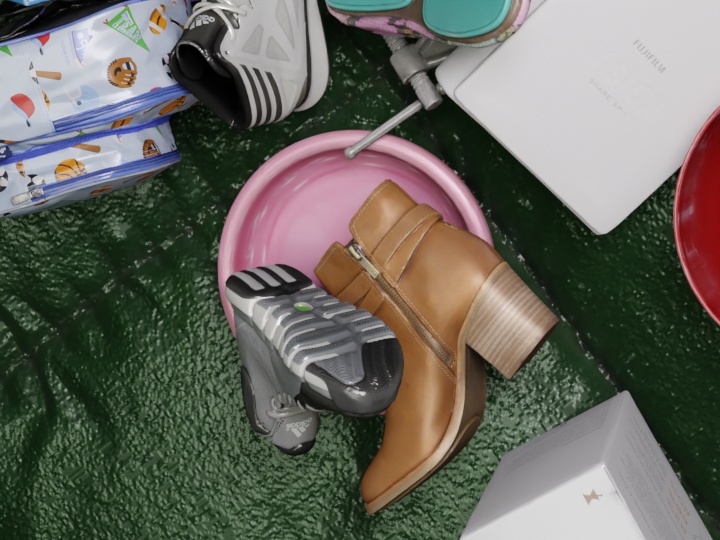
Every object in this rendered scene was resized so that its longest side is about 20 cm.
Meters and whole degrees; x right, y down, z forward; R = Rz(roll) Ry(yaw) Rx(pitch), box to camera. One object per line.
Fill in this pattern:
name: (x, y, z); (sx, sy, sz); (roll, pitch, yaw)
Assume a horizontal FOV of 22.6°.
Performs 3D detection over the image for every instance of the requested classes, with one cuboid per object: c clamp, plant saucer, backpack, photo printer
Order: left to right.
backpack: (-0.196, -0.123, 1.236); (0.190, 0.200, 0.155); (-22, 101, 12)
plant saucer: (0.000, 0.000, 1.277); (0.199, 0.051, 0.202); (2, 99, 13)
c clamp: (0.023, -0.203, 1.227); (0.170, 0.027, 0.201); (-27, 78, 12)
photo printer: (0.174, -0.143, 1.176); (0.200, 0.070, 0.166); (-43, 112, 13)

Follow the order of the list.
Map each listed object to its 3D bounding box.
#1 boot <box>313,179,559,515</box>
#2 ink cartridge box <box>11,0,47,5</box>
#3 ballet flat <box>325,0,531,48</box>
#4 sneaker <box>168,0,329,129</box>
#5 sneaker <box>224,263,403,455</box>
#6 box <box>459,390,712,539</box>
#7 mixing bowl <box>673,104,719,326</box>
boot: (0.021, 0.053, 1.220); (0.155, 0.077, 0.200); (40, 116, 11)
ink cartridge box: (-0.239, -0.249, 1.208); (0.068, 0.200, 0.117); (-19, 111, -24)
ballet flat: (0.056, -0.171, 1.131); (0.200, 0.071, 0.070); (13, 89, 53)
sneaker: (-0.078, -0.188, 1.172); (0.075, 0.115, 0.202); (-1, 110, 29)
sneaker: (-0.028, 0.080, 1.196); (0.075, 0.200, 0.116); (-10, 115, -22)
box: (0.161, 0.188, 1.194); (0.106, 0.200, 0.153); (-29, 91, 16)
mixing bowl: (0.307, -0.042, 1.168); (0.199, 0.108, 0.202); (3, 101, 13)
